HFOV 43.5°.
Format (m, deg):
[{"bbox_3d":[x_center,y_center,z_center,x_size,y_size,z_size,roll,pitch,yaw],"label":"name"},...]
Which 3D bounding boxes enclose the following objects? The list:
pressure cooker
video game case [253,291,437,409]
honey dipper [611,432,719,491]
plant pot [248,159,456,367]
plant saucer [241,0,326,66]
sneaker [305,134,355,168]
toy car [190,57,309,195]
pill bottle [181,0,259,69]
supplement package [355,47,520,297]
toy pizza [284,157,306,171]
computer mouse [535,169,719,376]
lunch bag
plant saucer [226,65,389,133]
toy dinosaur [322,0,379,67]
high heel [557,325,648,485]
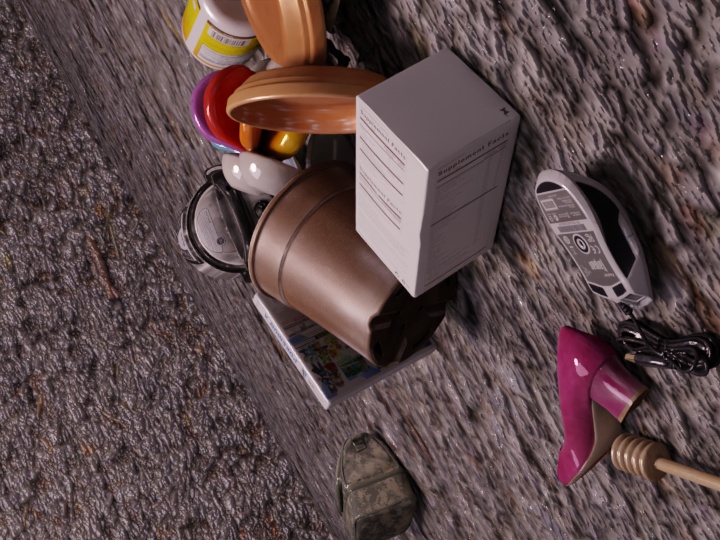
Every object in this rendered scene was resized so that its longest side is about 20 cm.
[{"bbox_3d":[-0.227,-0.080,1.589,0.174,0.181,0.200,27,167,-14],"label":"pressure cooker"},{"bbox_3d":[-0.019,0.073,1.228,0.183,0.198,0.022,53,142,19],"label":"video game case"},{"bbox_3d":[0.303,0.182,0.802,0.199,0.038,0.038,4,123,64],"label":"honey dipper"},{"bbox_3d":[0.000,0.000,1.108,0.197,0.200,0.202,37,152,31],"label":"plant pot"},{"bbox_3d":[-0.093,-0.298,0.939,0.202,0.037,0.201,59,164,28],"label":"plant saucer"},{"bbox_3d":[-0.047,-0.117,1.218,0.080,0.070,0.202,48,159,39],"label":"sneaker"},{"bbox_3d":[-0.138,-0.194,1.133,0.199,0.148,0.178,12,86,66],"label":"toy car"},{"bbox_3d":[-0.171,-0.328,1.165,0.110,0.108,0.200,61,161,-5],"label":"pill bottle"},{"bbox_3d":[0.068,-0.091,0.882,0.110,0.113,0.201,49,157,27],"label":"supplement package"},{"bbox_3d":[-0.087,-0.093,1.356,0.200,0.031,0.204,165,91,-78],"label":"toy pizza"},{"bbox_3d":[0.215,-0.006,0.742,0.202,0.044,0.110,58,167,-10],"label":"computer mouse"},{"bbox_3d":[0.017,0.428,1.773,0.201,0.137,0.169,90,162,-55],"label":"lunch bag"},{"bbox_3d":[-0.043,-0.180,0.957,0.200,0.197,0.038,175,96,-70],"label":"plant saucer"},{"bbox_3d":[-0.031,-0.259,0.971,0.088,0.047,0.200,48,176,-21],"label":"toy dinosaur"},{"bbox_3d":[0.214,0.140,0.907,0.096,0.067,0.201,44,153,25],"label":"high heel"}]
